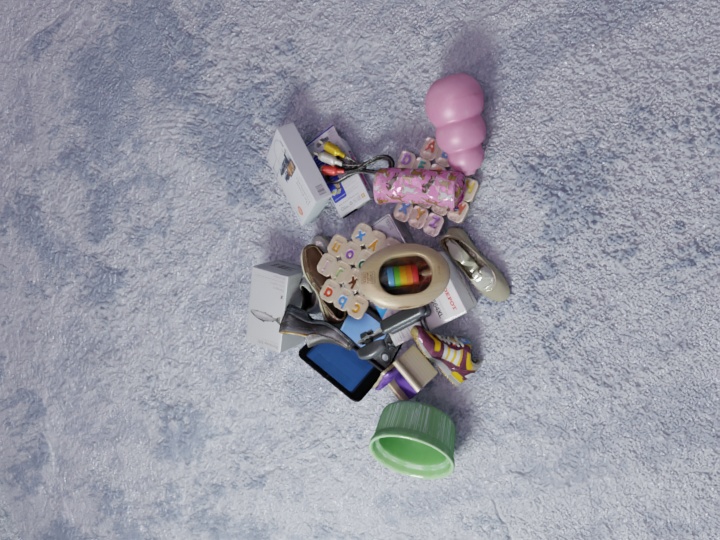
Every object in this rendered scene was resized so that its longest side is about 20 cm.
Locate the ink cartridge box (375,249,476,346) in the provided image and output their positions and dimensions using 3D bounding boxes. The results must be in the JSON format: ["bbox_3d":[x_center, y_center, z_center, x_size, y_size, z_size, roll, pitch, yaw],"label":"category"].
[{"bbox_3d":[0.141,0.061,1.312,0.199,0.084,0.148,-30,83,29],"label":"ink cartridge box"}]

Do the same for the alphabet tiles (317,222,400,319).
[{"bbox_3d":[0.000,0.000,1.304,0.198,0.015,0.197,28,86,23],"label":"alphabet tiles"}]

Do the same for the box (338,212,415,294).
[{"bbox_3d":[0.030,-0.037,1.367,0.199,0.060,0.118,-34,82,26],"label":"box"}]

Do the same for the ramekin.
[{"bbox_3d":[0.124,0.385,1.320,0.197,0.099,0.202,12,140,10],"label":"ramekin"}]

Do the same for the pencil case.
[{"bbox_3d":[0.124,-0.176,1.239,0.197,0.083,0.088,9,110,24],"label":"pencil case"}]

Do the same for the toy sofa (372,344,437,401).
[{"bbox_3d":[0.097,0.249,1.299,0.097,0.200,0.083,-38,77,-18],"label":"toy sofa"}]

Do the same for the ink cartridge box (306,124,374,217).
[{"bbox_3d":[-0.050,-0.239,1.394,0.094,0.037,0.202,-29,86,28],"label":"ink cartridge box"}]

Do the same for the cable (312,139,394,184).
[{"bbox_3d":[-0.021,-0.237,1.333,0.198,0.050,0.099,17,107,25],"label":"cable"}]

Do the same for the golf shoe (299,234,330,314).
[{"bbox_3d":[-0.111,0.013,1.434,0.077,0.097,0.204,5,99,29],"label":"golf shoe"}]

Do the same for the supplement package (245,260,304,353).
[{"bbox_3d":[-0.210,0.090,1.487,0.115,0.117,0.203,13,105,25],"label":"supplement package"}]

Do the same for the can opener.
[{"bbox_3d":[0.073,0.133,1.282,0.199,0.052,0.067,-35,66,27],"label":"can opener"}]

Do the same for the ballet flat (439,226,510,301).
[{"bbox_3d":[0.244,-0.009,1.256,0.070,0.069,0.201,-46,77,26],"label":"ballet flat"}]

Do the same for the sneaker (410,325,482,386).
[{"bbox_3d":[0.190,0.168,1.270,0.090,0.075,0.200,-40,123,7],"label":"sneaker"}]

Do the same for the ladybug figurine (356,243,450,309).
[{"bbox_3d":[0.089,0.015,1.218,0.196,0.072,0.138,-3,81,4],"label":"ladybug figurine"}]

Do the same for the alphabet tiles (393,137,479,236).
[{"bbox_3d":[0.158,-0.186,1.279,0.198,0.015,0.198,28,97,22],"label":"alphabet tiles"}]

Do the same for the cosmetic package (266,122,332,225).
[{"bbox_3d":[-0.153,-0.230,1.400,0.202,0.051,0.151,62,157,7],"label":"cosmetic package"}]

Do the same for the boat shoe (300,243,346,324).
[{"bbox_3d":[-0.080,0.029,1.376,0.205,0.074,0.075,66,160,-2],"label":"boat shoe"}]

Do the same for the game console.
[{"bbox_3d":[-0.021,0.179,1.401,0.199,0.116,0.177,35,113,18],"label":"game console"}]

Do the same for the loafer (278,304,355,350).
[{"bbox_3d":[-0.105,0.153,1.377,0.198,0.073,0.073,22,73,25],"label":"loafer"}]

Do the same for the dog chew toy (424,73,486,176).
[{"bbox_3d":[0.206,-0.299,1.202,0.123,0.124,0.203,-9,100,29],"label":"dog chew toy"}]
